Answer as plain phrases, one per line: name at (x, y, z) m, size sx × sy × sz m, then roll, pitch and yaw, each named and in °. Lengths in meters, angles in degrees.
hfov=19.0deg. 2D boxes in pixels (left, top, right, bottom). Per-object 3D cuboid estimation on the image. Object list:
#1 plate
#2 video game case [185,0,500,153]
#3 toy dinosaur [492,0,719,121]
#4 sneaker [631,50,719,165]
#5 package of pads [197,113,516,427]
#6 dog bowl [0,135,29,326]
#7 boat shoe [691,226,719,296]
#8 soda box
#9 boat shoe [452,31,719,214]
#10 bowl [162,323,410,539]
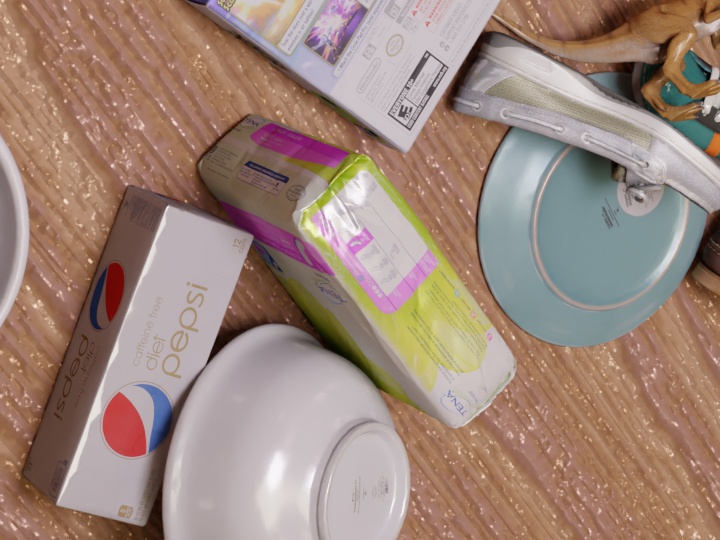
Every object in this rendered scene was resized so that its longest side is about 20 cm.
plate at (0.173, -0.040, 1.531) m, size 0.199 × 0.026 × 0.201 m, roll -8°, pitch 107°, yaw -27°
video game case at (0.009, -0.207, 1.380) m, size 0.181 × 0.045 × 0.201 m, roll 34°, pitch 85°, yaw -33°
toy dinosaur at (0.199, -0.156, 1.461) m, size 0.199 × 0.060 × 0.107 m, roll -20°, pitch 75°, yaw 5°
sneaker at (0.277, -0.104, 1.530) m, size 0.200 × 0.080 × 0.072 m, roll 32°, pitch 65°, yaw -35°
package of pads at (0.000, 0.000, 1.367) m, size 0.068 × 0.154 × 0.200 m, roll -44°, pitch 120°, yaw -12°
dog bowl at (-0.296, -0.025, 1.237) m, size 0.199 × 0.079 × 0.201 m, roll -8°, pitch 108°, yaw -27°
boat shoe at (0.341, 0.017, 1.606) m, size 0.199 × 0.070 × 0.071 m, roll 26°, pitch 100°, yaw -28°
soda box at (-0.141, 0.054, 1.356) m, size 0.068 × 0.064 × 0.201 m, roll 19°, pitch 94°, yaw -32°
boat shoe at (0.161, -0.090, 1.460) m, size 0.201 × 0.074 × 0.065 m, roll 29°, pitch 96°, yaw -10°
bowl at (-0.031, 0.139, 1.381) m, size 0.201 × 0.090 × 0.202 m, roll -15°, pitch 109°, yaw -53°
